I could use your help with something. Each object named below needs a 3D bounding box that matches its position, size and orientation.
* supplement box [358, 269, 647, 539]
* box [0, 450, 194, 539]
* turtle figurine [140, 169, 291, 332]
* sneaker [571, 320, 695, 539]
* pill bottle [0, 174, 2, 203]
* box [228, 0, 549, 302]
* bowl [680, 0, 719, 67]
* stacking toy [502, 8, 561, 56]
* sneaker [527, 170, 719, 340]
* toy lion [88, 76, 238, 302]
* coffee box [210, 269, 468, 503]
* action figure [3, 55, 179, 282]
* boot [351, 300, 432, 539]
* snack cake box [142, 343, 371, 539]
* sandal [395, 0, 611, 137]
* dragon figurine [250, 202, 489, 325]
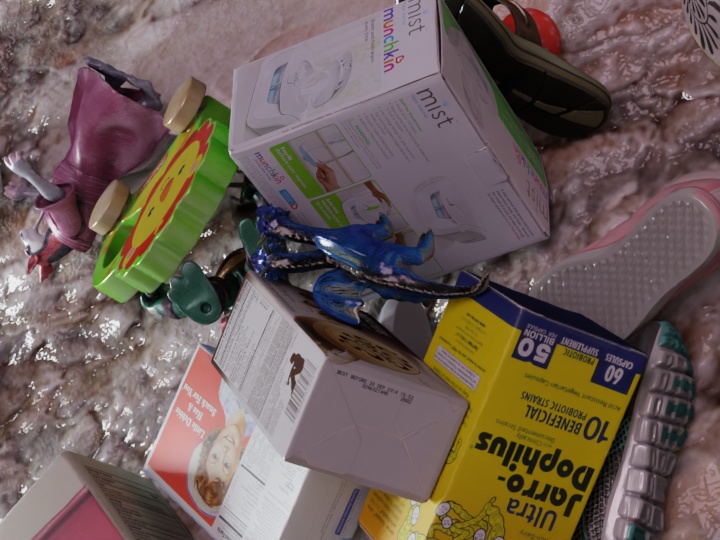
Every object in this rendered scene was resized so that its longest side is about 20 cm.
[{"bbox_3d":[0.097,0.120,1.215,0.202,0.108,0.109,-68,23,6],"label":"supplement box"},{"bbox_3d":[-0.181,0.256,1.353,0.109,0.128,0.200,-47,58,6],"label":"box"},{"bbox_3d":[-0.101,-0.006,1.391,0.100,0.200,0.150,36,91,-6],"label":"turtle figurine"},{"bbox_3d":[0.178,0.129,1.246,0.091,0.077,0.202,9,75,34],"label":"sneaker"},{"bbox_3d":[-0.437,-0.066,1.605,0.198,0.112,0.114,-19,65,21],"label":"pill bottle"},{"bbox_3d":[0.025,-0.086,1.312,0.175,0.200,0.097,-20,46,20],"label":"box"},{"bbox_3d":[0.321,-0.246,1.286,0.199,0.094,0.203,-9,68,24],"label":"bowl"},{"bbox_3d":[0.067,-0.154,1.399,0.199,0.085,0.086,-26,63,12],"label":"stacking toy"},{"bbox_3d":[0.213,-0.007,1.280,0.076,0.104,0.200,55,133,6],"label":"sneaker"},{"bbox_3d":[-0.154,-0.048,1.374,0.200,0.068,0.193,-48,20,31],"label":"toy lion"},{"bbox_3d":[-0.020,0.078,1.224,0.080,0.112,0.200,-67,23,8],"label":"coffee box"},{"bbox_3d":[-0.239,-0.080,1.536,0.148,0.134,0.202,20,94,-9],"label":"action figure"},{"bbox_3d":[0.004,0.119,1.339,0.095,0.073,0.202,-13,61,31],"label":"boot"},{"bbox_3d":[-0.077,0.149,1.327,0.200,0.067,0.116,32,101,52],"label":"snack cake box"},{"bbox_3d":[0.108,-0.171,1.330,0.080,0.200,0.058,-29,38,46],"label":"sandal"},{"bbox_3d":[0.000,0.000,1.232,0.199,0.099,0.059,30,124,48],"label":"dragon figurine"}]
